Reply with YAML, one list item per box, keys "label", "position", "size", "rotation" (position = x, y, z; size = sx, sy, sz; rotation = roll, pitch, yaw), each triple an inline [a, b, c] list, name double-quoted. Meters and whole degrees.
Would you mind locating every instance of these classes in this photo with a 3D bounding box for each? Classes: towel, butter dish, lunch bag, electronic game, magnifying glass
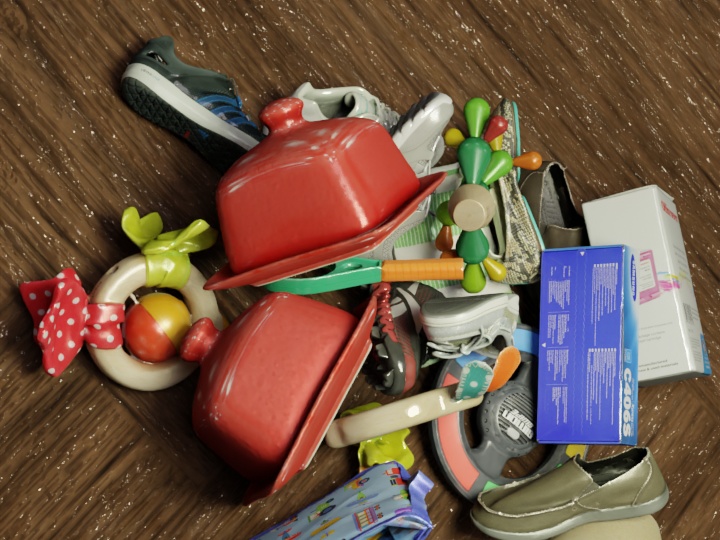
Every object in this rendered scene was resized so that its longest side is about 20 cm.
- label: "towel"
  position: [0.085, -0.009, 1.598]
  size: [0.152, 0.023, 0.200]
  rotation: [-15, 84, -30]
- label: "butter dish"
  position: [-0.094, 0.095, 1.381]
  size: [0.148, 0.199, 0.200]
  rotation: [31, 73, -5]
- label: "lunch bag"
  position: [-0.018, 0.246, 1.359]
  size: [0.200, 0.151, 0.094]
  rotation: [-42, 100, 3]
- label: "electronic game"
  position: [0.156, 0.153, 1.574]
  size: [0.200, 0.042, 0.200]
  rotation: [4, 82, -29]
- label: "butter dish"
  position: [-0.049, -0.086, 1.388]
  size: [0.148, 0.200, 0.199]
  rotation: [68, 26, -12]
- label: "magnifying glass"
  position: [0.000, 0.000, 1.485]
  size: [0.200, 0.080, 0.022]
  rotation: [0, 110, 3]

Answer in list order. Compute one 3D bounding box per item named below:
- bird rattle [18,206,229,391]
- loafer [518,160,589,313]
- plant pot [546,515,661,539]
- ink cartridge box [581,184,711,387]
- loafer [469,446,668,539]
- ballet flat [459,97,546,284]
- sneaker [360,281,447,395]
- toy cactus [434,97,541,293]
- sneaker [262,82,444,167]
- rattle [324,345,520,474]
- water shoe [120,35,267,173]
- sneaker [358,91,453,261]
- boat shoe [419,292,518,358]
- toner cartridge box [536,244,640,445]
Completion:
- label: "bird rattle"
  position: [-0.202, 0.039, 1.396]
  size: [0.200, 0.113, 0.163]
  rotation: [-47, 118, -26]
- label: "loafer"
  position: [0.212, -0.028, 1.642]
  size: [0.073, 0.071, 0.200]
  rotation: [-18, 86, -30]
- label: "plant pot"
  position: [0.231, 0.331, 1.514]
  size: [0.187, 0.187, 0.200]
  rotation: [39, 48, -14]
- label: "ink cartridge box"
  position: [0.308, 0.020, 1.635]
  size: [0.145, 0.085, 0.200]
  rotation: [16, 64, -69]
- label: "loafer"
  position: [0.204, 0.213, 1.509]
  size: [0.200, 0.075, 0.070]
  rotation: [-11, 114, -7]
- label: "ballet flat"
  position: [0.145, -0.082, 1.607]
  size: [0.075, 0.068, 0.200]
  rotation: [-10, 84, -6]
- label: "sneaker"
  position: [0.048, 0.059, 1.464]
  size: [0.098, 0.200, 0.071]
  rotation: [5, 112, -5]
- label: "toy cactus"
  position: [0.119, -0.064, 1.508]
  size: [0.102, 0.165, 0.200]
  rotation: [12, 104, 4]
- label: "sneaker"
  position: [0.005, -0.142, 1.551]
  size: [0.200, 0.080, 0.070]
  rotation: [4, 52, -29]
- label: "rattle"
  position: [0.073, 0.168, 1.445]
  size: [0.130, 0.200, 0.143]
  rotation: [30, 47, -60]
- label: "water shoe"
  position: [-0.135, -0.155, 1.493]
  size: [0.200, 0.071, 0.079]
  rotation: [35, 62, -16]
- label: "sneaker"
  position: [0.046, -0.086, 1.514]
  size: [0.082, 0.200, 0.075]
  rotation: [29, 26, -3]
- label: "boat shoe"
  position: [0.108, 0.055, 1.429]
  size: [0.074, 0.202, 0.065]
  rotation: [-6, 88, 16]
- label: "toner cartridge box"
  position: [0.232, 0.077, 1.550]
  size: [0.043, 0.095, 0.200]
  rotation: [15, 75, -55]
